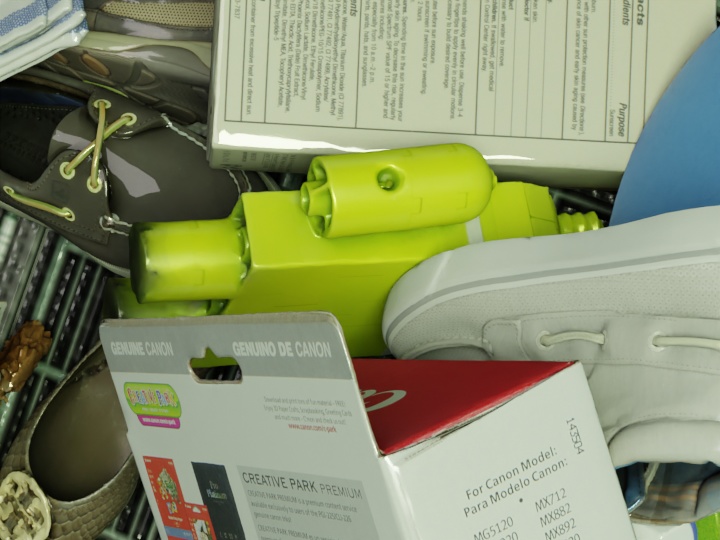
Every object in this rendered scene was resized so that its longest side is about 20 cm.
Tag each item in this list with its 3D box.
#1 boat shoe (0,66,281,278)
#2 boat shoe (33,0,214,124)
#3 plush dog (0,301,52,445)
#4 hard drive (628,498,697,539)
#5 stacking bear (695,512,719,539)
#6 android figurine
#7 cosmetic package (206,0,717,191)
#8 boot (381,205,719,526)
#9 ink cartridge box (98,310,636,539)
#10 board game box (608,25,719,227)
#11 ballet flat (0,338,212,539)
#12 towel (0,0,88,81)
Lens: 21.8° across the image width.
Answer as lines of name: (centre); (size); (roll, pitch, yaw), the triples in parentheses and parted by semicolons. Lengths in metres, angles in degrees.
boat shoe: (-0.123, -0.048, 0.838); (0.201, 0.061, 0.072); (17, 72, 35)
boat shoe: (-0.078, -0.110, 0.855); (0.199, 0.075, 0.074); (14, 72, 20)
plush dog: (-0.254, 0.053, 0.866); (0.171, 0.200, 0.161); (23, 57, 15)
hard drive: (0.046, 0.122, 0.737); (0.200, 0.025, 0.133); (21, 123, 44)
stacking bear: (0.131, 0.082, 0.733); (0.199, 0.114, 0.122); (-7, 54, 32)
android figurine: (0.000, 0.000, 0.756); (0.199, 0.182, 0.041); (-5, 71, -17)
cosmetic package: (0.039, -0.089, 0.758); (0.199, 0.071, 0.106); (4, 86, -5)
boot: (0.072, 0.042, 0.659); (0.200, 0.073, 0.096); (-16, 56, 51)
ink cartridge box: (0.002, 0.085, 0.657); (0.200, 0.084, 0.176); (-3, 107, 60)
board game box: (0.167, -0.007, 0.652); (0.200, 0.039, 0.159); (9, 83, 57)
ballet flat: (-0.109, 0.057, 0.858); (0.200, 0.046, 0.067); (-47, 71, 11)
towel: (-0.189, -0.155, 0.876); (0.146, 0.024, 0.201); (-23, 50, 19)
